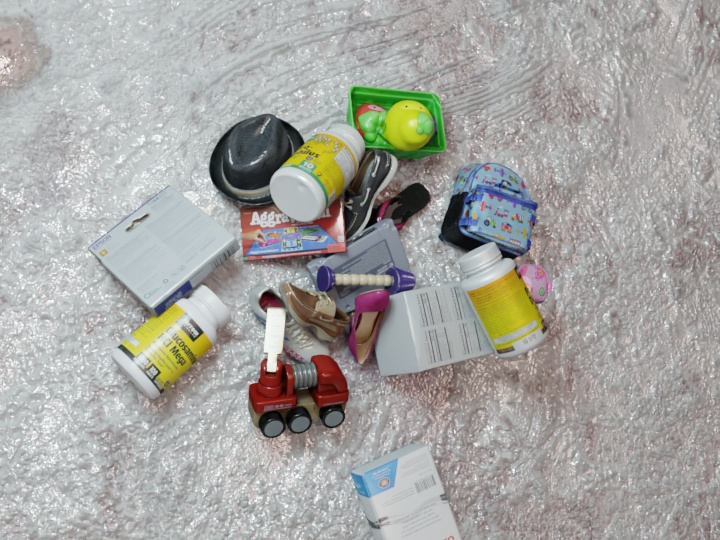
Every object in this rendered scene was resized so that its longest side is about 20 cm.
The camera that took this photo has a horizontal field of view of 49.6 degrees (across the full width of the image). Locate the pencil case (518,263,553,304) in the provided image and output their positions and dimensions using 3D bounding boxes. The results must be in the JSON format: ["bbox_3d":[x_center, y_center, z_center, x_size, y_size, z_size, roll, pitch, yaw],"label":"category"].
[{"bbox_3d":[0.300,0.043,1.569,0.087,0.200,0.088,5,76,-22],"label":"pencil case"}]

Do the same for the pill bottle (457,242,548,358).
[{"bbox_3d":[0.258,0.054,1.437,0.109,0.109,0.200,-30,96,-21],"label":"pill bottle"}]

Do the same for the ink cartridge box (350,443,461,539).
[{"bbox_3d":[0.087,0.452,1.487,0.146,0.086,0.200,-19,89,-21],"label":"ink cartridge box"}]

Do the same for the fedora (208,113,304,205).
[{"bbox_3d":[-0.195,-0.226,1.470,0.200,0.092,0.201,1,68,-2],"label":"fedora"}]

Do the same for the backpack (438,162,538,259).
[{"bbox_3d":[0.279,-0.135,1.629,0.182,0.135,0.200,22,72,-16],"label":"backpack"}]

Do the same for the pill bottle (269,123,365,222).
[{"bbox_3d":[-0.072,-0.189,1.449,0.113,0.113,0.200,44,50,-8],"label":"pill bottle"}]

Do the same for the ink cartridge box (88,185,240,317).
[{"bbox_3d":[-0.355,-0.040,1.410,0.200,0.043,0.196,36,67,29],"label":"ink cartridge box"}]

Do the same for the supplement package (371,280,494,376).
[{"bbox_3d":[0.143,0.109,1.515,0.200,0.152,0.151,-9,85,-30],"label":"supplement package"}]

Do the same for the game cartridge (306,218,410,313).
[{"bbox_3d":[0.000,0.000,1.532,0.200,0.041,0.133,-30,114,-20],"label":"game cartridge"}]

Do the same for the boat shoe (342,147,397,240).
[{"bbox_3d":[-0.002,-0.148,1.528,0.060,0.074,0.200,21,108,-42],"label":"boat shoe"}]

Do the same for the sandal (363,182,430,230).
[{"bbox_3d":[0.069,-0.117,1.597,0.200,0.045,0.075,-41,96,-21],"label":"sandal"}]

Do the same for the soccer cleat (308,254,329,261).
[{"bbox_3d":[-0.108,-0.095,1.522,0.077,0.069,0.200,-27,94,-18],"label":"soccer cleat"}]

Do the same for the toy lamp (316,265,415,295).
[{"bbox_3d":[0.015,0.020,1.494,0.200,0.058,0.058,0,81,-29],"label":"toy lamp"}]

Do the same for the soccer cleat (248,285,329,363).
[{"bbox_3d":[-0.132,0.107,1.467,0.200,0.086,0.070,44,70,-8],"label":"soccer cleat"}]

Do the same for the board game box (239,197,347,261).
[{"bbox_3d":[-0.129,-0.077,1.484,0.200,0.019,0.103,-5,85,8],"label":"board game box"}]

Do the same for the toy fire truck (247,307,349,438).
[{"bbox_3d":[-0.116,0.178,1.417,0.176,0.129,0.200,-5,120,-20],"label":"toy fire truck"}]

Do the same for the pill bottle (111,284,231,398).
[{"bbox_3d":[-0.330,0.121,1.380,0.200,0.112,0.112,-44,97,-20],"label":"pill bottle"}]

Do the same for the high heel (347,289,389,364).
[{"bbox_3d":[0.020,0.104,1.455,0.067,0.200,0.096,-5,69,-13],"label":"high heel"}]

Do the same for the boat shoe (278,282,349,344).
[{"bbox_3d":[-0.083,0.066,1.428,0.072,0.200,0.076,-34,57,8],"label":"boat shoe"}]

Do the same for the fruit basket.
[{"bbox_3d":[0.080,-0.296,1.542,0.215,0.216,0.156,0,73,-19],"label":"fruit basket"}]
